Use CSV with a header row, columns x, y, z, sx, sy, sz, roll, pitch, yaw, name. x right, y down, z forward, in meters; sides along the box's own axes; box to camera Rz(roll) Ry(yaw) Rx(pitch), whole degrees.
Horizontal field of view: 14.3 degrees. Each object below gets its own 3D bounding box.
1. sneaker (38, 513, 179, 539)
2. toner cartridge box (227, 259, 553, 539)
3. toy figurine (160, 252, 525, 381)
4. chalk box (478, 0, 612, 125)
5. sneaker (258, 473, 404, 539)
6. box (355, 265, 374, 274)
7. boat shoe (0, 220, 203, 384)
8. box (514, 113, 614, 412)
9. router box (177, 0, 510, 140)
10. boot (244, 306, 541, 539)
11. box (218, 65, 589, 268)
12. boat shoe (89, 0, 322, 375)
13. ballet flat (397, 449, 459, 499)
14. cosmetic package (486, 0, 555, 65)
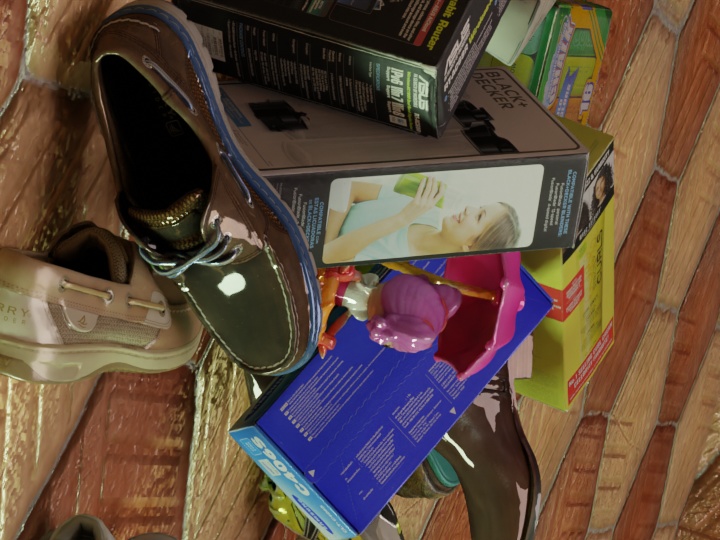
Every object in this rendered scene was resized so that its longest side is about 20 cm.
x,y,z,sx,sy,sz,roll,pitch,yaw,name
-0.136,0.172,1.546,0.200,0.077,0.100,-39,140,-64,sneaker
0.020,0.057,1.724,0.200,0.095,0.043,-48,-168,-24,toner cartridge box
0.000,0.000,1.619,0.200,0.183,0.151,-40,147,-59,toy figurine
0.073,-0.127,1.855,0.200,0.123,0.125,-16,121,-72,chalk box
-0.030,0.127,1.853,0.076,0.076,0.201,-116,-176,-53,sneaker
0.053,0.022,1.889,0.200,0.047,0.122,-44,116,-46,box
-0.126,0.012,1.422,0.200,0.071,0.065,-15,121,-70,boat shoe
0.126,-0.002,1.843,0.075,0.050,0.201,-52,153,-34,box
0.010,-0.178,1.546,0.062,0.149,0.201,85,27,-54,router box
0.012,0.103,1.769,0.064,0.199,0.188,-12,-102,59,boot
0.008,-0.056,1.540,0.117,0.199,0.060,-127,-141,-54,box
-0.085,-0.030,1.407,0.201,0.072,0.072,63,23,-11,boat shoe
0.010,0.062,1.916,0.071,0.070,0.201,-44,117,-59,ballet flat
0.121,-0.233,1.718,0.200,0.073,0.104,-54,176,-21,cosmetic package
